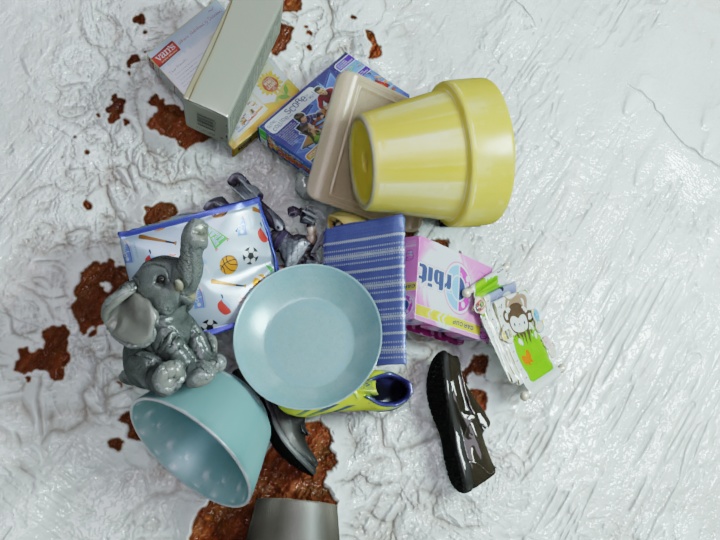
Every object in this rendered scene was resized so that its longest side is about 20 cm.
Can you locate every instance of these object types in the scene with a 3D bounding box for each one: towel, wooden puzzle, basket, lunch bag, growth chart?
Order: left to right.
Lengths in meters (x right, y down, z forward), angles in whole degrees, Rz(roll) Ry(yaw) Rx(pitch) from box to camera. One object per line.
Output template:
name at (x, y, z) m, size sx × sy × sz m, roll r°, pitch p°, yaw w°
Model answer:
lunch bag at (-0.212, 0.001, 1.286) m, size 0.197 × 0.124 × 0.173 m, roll -15°, pitch 97°, yaw -3°
basket at (-0.094, 0.408, 1.224) m, size 0.177 × 0.136 × 0.203 m, roll 7°, pitch 72°, yaw -11°
towel at (0.007, 0.030, 1.271) m, size 0.024 × 0.143 × 0.204 m, roll 10°, pitch 76°, yaw -49°
wooden puzzle at (0.025, -0.169, 1.356) m, size 0.198 × 0.037 × 0.188 m, roll 16°, pitch 89°, yaw -33°
growth chart at (0.229, 0.088, 1.361) m, size 0.144 × 0.018 × 0.202 m, roll -35°, pitch 98°, yaw -45°

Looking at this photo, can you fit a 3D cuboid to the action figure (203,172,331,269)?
action figure at (-0.128, -0.053, 1.352) m, size 0.199 × 0.069 × 0.131 m, roll 38°, pitch 92°, yaw 10°

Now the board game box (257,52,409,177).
board game box at (-0.039, -0.230, 1.396) m, size 0.135 × 0.035 × 0.200 m, roll 37°, pitch 66°, yaw 21°

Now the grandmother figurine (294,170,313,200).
grandmother figurine at (-0.011, -0.161, 1.408) m, size 0.198 × 0.061 × 0.122 m, roll -25°, pitch 73°, yaw -16°

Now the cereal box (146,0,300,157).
cereal box at (-0.207, -0.293, 1.415) m, size 0.144 × 0.040 × 0.200 m, roll -41°, pitch 86°, yaw -16°

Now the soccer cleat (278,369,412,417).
soccer cleat at (-0.019, 0.163, 1.269) m, size 0.197 × 0.083 × 0.066 m, roll 2°, pitch 77°, yaw -30°

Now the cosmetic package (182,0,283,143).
cosmetic package at (-0.183, -0.300, 1.347) m, size 0.072 × 0.104 × 0.203 m, roll 22°, pitch 74°, yaw -2°

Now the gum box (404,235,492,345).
gum box at (0.114, 0.034, 1.326) m, size 0.199 × 0.065 × 0.116 m, roll 20°, pitch 70°, yaw -47°

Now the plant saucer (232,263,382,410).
plant saucer at (-0.069, 0.091, 1.239) m, size 0.197 × 0.039 × 0.204 m, roll 0°, pitch 67°, yaw 1°

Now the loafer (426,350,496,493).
loafer at (0.147, 0.214, 1.343) m, size 0.070 × 0.073 × 0.204 m, roll -8°, pitch 83°, yaw -21°

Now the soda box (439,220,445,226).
soda box at (0.153, -0.172, 1.433) m, size 0.069 × 0.063 × 0.204 m, roll 0°, pitch 76°, yaw -9°

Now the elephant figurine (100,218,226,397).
elephant figurine at (-0.249, 0.044, 1.162) m, size 0.153 × 0.141 × 0.203 m, roll -18°, pitch 105°, yaw -15°

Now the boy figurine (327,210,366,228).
boy figurine at (0.000, 0.000, 1.337) m, size 0.063 × 0.124 × 0.203 m, roll -5°, pitch 72°, yaw -23°

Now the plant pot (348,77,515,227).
plant pot at (0.088, -0.156, 1.275) m, size 0.186 × 0.201 × 0.204 m, roll -6°, pitch 78°, yaw -14°

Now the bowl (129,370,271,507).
bowl at (-0.198, 0.206, 1.237) m, size 0.200 × 0.201 × 0.105 m, roll 38°, pitch 53°, yaw 2°

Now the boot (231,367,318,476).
boot at (-0.068, 0.165, 1.318) m, size 0.173 × 0.069 × 0.202 m, roll -34°, pitch 91°, yaw -23°
